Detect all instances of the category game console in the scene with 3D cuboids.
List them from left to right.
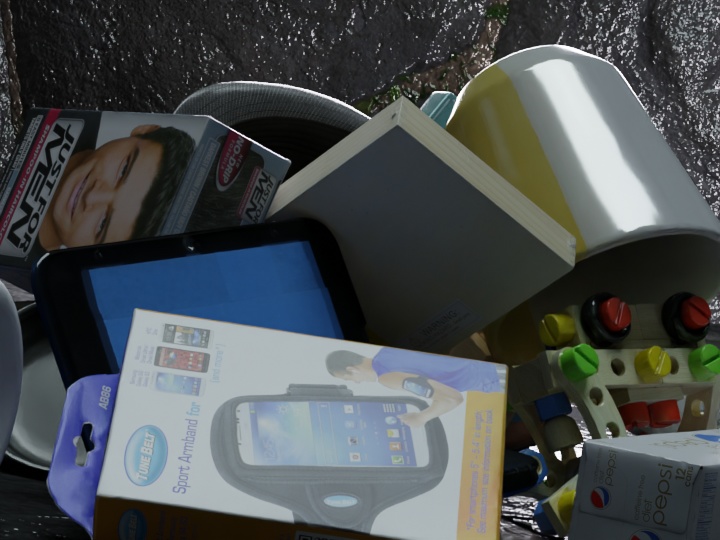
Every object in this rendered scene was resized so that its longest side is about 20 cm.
[{"bbox_3d":[-0.035,0.051,1.339,0.200,0.119,0.170,-10,15,-42],"label":"game console"}]

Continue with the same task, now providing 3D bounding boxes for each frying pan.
[{"bbox_3d":[-0.173,0.078,1.402,0.190,0.031,0.115,-30,56,-20],"label":"frying pan"}]

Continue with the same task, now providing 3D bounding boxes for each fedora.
[{"bbox_3d":[-0.045,-0.016,1.637,0.199,0.177,0.090,6,-31,-27],"label":"fedora"}]

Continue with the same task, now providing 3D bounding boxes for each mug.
[{"bbox_3d":[0.104,-0.044,1.571,0.186,0.154,0.149,2,-34,-38],"label":"mug"}]

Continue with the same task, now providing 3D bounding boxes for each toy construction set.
[{"bbox_3d":[0.150,0.082,1.519,0.092,0.132,0.200,-23,-18,34],"label":"toy construction set"}]

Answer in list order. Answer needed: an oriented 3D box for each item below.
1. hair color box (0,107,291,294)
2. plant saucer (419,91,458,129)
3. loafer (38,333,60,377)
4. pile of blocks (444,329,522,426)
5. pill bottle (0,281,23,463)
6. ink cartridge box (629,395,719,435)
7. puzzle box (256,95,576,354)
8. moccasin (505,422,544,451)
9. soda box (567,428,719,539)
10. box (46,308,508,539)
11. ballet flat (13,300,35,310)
[{"bbox_3d":[-0.131,-0.032,1.512,0.061,0.099,0.200,29,-12,-34],"label":"hair color box"},{"bbox_3d":[0.027,-0.030,1.615,0.070,0.200,0.019,41,-40,-3],"label":"plant saucer"},{"bbox_3d":[-0.202,0.051,1.529,0.200,0.073,0.073,11,5,42],"label":"loafer"},{"bbox_3d":[0.087,0.036,1.669,0.082,0.062,0.200,24,23,-13],"label":"pile of blocks"},{"bbox_3d":[-0.259,0.039,1.208,0.199,0.116,0.116,10,4,18],"label":"pill bottle"},{"bbox_3d":[0.218,0.108,1.732,0.162,0.050,0.200,27,-7,28],"label":"ink cartridge box"},{"bbox_3d":[0.000,0.000,1.488,0.133,0.025,0.200,38,-52,-25],"label":"puzzle box"},{"bbox_3d":[0.020,0.072,1.688,0.201,0.078,0.074,9,3,0],"label":"moccasin"},{"bbox_3d":[0.179,0.120,1.430,0.068,0.064,0.200,11,3,28],"label":"soda box"},{"bbox_3d":[-0.036,0.080,1.230,0.199,0.042,0.119,10,42,-3],"label":"box"},{"bbox_3d":[-0.184,0.036,1.633,0.066,0.057,0.200,29,-9,-1],"label":"ballet flat"}]
